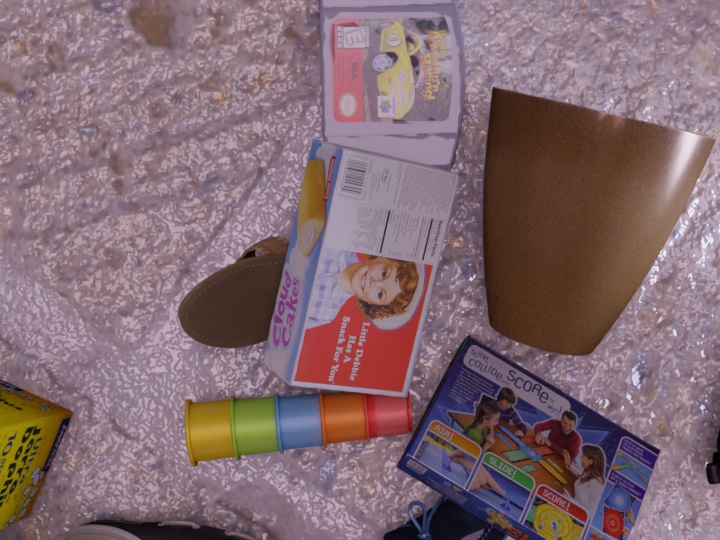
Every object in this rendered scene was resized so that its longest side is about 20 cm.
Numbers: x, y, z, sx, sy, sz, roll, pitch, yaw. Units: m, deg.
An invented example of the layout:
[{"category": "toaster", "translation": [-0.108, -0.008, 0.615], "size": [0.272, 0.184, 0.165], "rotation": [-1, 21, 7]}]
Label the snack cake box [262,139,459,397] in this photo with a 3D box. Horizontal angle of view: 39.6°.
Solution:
[{"category": "snack cake box", "translation": [0.000, 0.000, 0.852], "size": [0.115, 0.067, 0.201], "rotation": [9, 98, -29]}]

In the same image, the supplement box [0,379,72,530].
[{"category": "supplement box", "translation": [-0.335, 0.151, 0.819], "size": [0.109, 0.200, 0.109], "rotation": [23, 88, 3]}]

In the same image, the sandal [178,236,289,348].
[{"category": "sandal", "translation": [-0.071, 0.003, 0.897], "size": [0.211, 0.070, 0.078], "rotation": [-25, 115, -19]}]

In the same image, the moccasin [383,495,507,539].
[{"category": "moccasin", "translation": [0.048, 0.256, 0.861], "size": [0.200, 0.080, 0.068], "rotation": [-44, 132, -3]}]

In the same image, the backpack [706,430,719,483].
[{"category": "backpack", "translation": [0.421, 0.118, 0.837], "size": [0.190, 0.154, 0.201], "rotation": [21, 84, -8]}]

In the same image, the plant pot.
[{"category": "plant pot", "translation": [0.179, -0.037, 0.849], "size": [0.186, 0.186, 0.201], "rotation": [13, 102, 1]}]

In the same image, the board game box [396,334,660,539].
[{"category": "board game box", "translation": [0.148, 0.162, 0.863], "size": [0.200, 0.034, 0.136], "rotation": [31, 57, 2]}]

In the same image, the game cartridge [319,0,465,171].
[{"category": "game cartridge", "translation": [0.029, -0.180, 0.914], "size": [0.132, 0.041, 0.201], "rotation": [-2, 87, -3]}]

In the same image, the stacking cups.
[{"category": "stacking cups", "translation": [-0.054, 0.130, 0.889], "size": [0.199, 0.061, 0.061], "rotation": [-8, 87, -1]}]

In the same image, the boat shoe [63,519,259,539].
[{"category": "boat shoe", "translation": [-0.167, 0.252, 0.880], "size": [0.199, 0.060, 0.074], "rotation": [2, 109, 21]}]
